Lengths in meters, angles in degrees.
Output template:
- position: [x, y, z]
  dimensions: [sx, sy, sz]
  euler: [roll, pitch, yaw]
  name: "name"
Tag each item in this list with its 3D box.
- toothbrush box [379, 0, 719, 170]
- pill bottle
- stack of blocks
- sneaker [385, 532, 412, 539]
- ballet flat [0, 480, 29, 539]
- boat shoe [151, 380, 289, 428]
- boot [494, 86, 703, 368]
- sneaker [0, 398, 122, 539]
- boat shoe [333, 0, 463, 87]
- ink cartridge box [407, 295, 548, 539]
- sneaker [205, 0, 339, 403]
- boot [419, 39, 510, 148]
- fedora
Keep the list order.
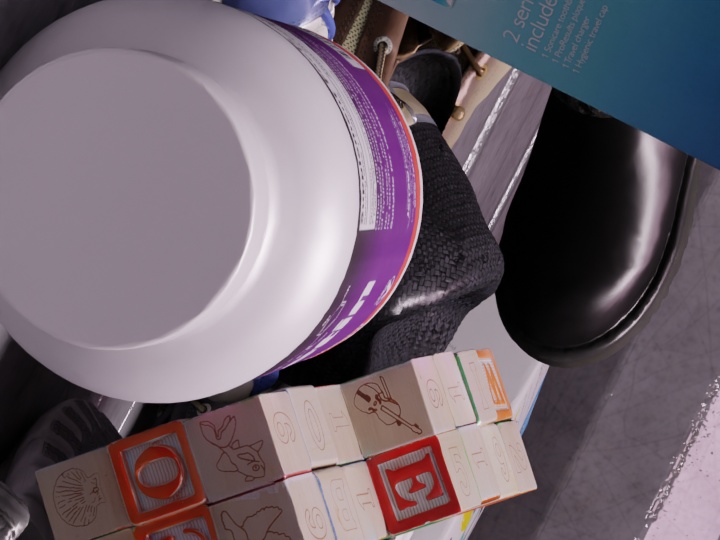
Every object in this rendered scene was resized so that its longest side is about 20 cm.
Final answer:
- position: [0.045, -0.126, 0.689]
  dimensions: [0.086, 0.199, 0.146]
  euler: [-66, 173, 30]
  name: "toothbrush box"
- position: [-0.048, -0.021, 0.744]
  dimensions: [0.113, 0.112, 0.200]
  euler: [-64, 172, 6]
  name: "pill bottle"
- position: [-0.020, 0.076, 0.923]
  dimensions: [0.115, 0.059, 0.200]
  euler: [-20, 174, 17]
  name: "stack of blocks"
- position: [-0.025, 0.138, 1.112]
  dimensions: [0.116, 0.075, 0.201]
  euler: [105, 10, -61]
  name: "sneaker"
- position: [-0.152, 0.134, 0.767]
  dimensions: [0.066, 0.057, 0.201]
  euler: [-53, 167, -56]
  name: "ballet flat"
- position: [-0.058, 0.062, 1.154]
  dimensions: [0.200, 0.070, 0.067]
  euler: [-38, 120, -31]
  name: "boat shoe"
- position: [0.094, -0.075, 1.071]
  dimensions: [0.158, 0.079, 0.212]
  euler: [37, 72, -62]
  name: "boot"
- position: [-0.129, 0.111, 0.905]
  dimensions: [0.082, 0.075, 0.200]
  euler: [-29, -167, 23]
  name: "sneaker"
- position: [0.013, -0.109, 0.982]
  dimensions: [0.075, 0.075, 0.203]
  euler: [104, 10, -63]
  name: "boat shoe"
- position: [-0.010, 0.095, 1.286]
  dimensions: [0.201, 0.145, 0.147]
  euler: [-59, 171, -26]
  name: "ink cartridge box"
- position: [-0.029, -0.051, 0.878]
  dimensions: [0.201, 0.088, 0.075]
  euler: [-66, 171, 9]
  name: "sneaker"
- position: [0.054, -0.120, 1.166]
  dimensions: [0.156, 0.073, 0.200]
  euler: [-52, -173, -19]
  name: "boot"
- position: [0.000, 0.000, 1.064]
  dimensions: [0.201, 0.092, 0.201]
  euler: [-43, 167, -12]
  name: "fedora"
